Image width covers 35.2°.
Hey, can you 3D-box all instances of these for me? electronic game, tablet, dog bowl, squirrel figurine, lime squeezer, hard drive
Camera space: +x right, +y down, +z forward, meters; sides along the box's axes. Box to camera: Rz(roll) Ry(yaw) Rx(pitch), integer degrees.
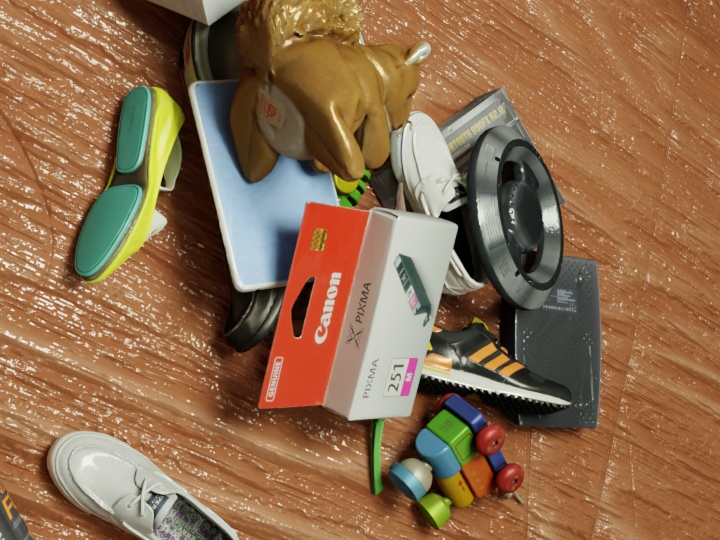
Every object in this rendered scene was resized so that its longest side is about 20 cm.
[{"bbox_3d":[0.167,-0.057,1.215,0.200,0.042,0.201,23,62,-54],"label":"electronic game"},{"bbox_3d":[-0.083,-0.084,1.060,0.130,0.014,0.201,-9,81,-33],"label":"tablet"},{"bbox_3d":[-0.092,-0.202,1.135,0.200,0.074,0.201,6,79,-33],"label":"dog bowl"},{"bbox_3d":[-0.021,-0.188,1.029,0.187,0.141,0.200,-31,108,-41],"label":"squirrel figurine"},{"bbox_3d":[-0.012,0.131,1.170,0.071,0.038,0.200,-34,105,-1],"label":"lime squeezer"},{"bbox_3d":[0.221,0.082,1.321,0.135,0.042,0.201,7,80,-33],"label":"hard drive"}]

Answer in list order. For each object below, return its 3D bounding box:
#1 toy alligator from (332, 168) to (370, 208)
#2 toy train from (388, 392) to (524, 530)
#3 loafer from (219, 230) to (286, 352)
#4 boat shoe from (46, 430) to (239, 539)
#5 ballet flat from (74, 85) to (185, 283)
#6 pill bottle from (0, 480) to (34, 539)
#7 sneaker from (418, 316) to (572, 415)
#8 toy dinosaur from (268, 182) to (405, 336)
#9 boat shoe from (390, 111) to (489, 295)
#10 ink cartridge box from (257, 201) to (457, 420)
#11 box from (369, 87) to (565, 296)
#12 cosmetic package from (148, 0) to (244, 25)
[{"bbox_3d":[-0.023,-0.077,1.171,0.054,0.059,0.200,27,69,-28],"label":"toy alligator"},{"bbox_3d":[0.109,0.234,1.212,0.116,0.085,0.200,-40,131,-14],"label":"toy train"},{"bbox_3d":[-0.109,-0.017,1.105,0.071,0.073,0.201,21,64,-24],"label":"loafer"},{"bbox_3d":[-0.188,0.211,1.012,0.200,0.068,0.072,46,61,-20],"label":"boat shoe"},{"bbox_3d":[-0.204,-0.074,1.052,0.067,0.067,0.201,33,62,-49],"label":"ballet flat"},{"bbox_3d":[-0.330,0.197,0.897,0.106,0.106,0.200,-32,101,-33],"label":"pill bottle"},{"bbox_3d":[0.141,0.097,1.227,0.200,0.070,0.090,13,70,-11],"label":"sneaker"},{"bbox_3d":[0.000,0.000,1.132,0.135,0.086,0.200,25,91,-48],"label":"toy dinosaur"},{"bbox_3d":[0.092,-0.074,1.186,0.073,0.065,0.200,-24,97,-32],"label":"boat shoe"},{"bbox_3d":[0.001,0.041,1.059,0.173,0.043,0.201,4,103,-49],"label":"ink cartridge box"},{"bbox_3d":[0.123,-0.089,1.277,0.200,0.048,0.159,-39,103,-31],"label":"box"},{"bbox_3d":[-0.133,-0.322,1.081,0.200,0.151,0.052,-43,147,-30],"label":"cosmetic package"}]
